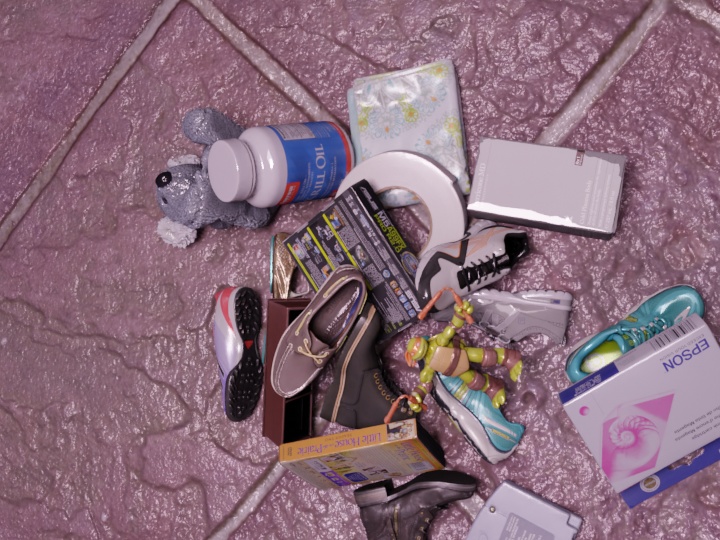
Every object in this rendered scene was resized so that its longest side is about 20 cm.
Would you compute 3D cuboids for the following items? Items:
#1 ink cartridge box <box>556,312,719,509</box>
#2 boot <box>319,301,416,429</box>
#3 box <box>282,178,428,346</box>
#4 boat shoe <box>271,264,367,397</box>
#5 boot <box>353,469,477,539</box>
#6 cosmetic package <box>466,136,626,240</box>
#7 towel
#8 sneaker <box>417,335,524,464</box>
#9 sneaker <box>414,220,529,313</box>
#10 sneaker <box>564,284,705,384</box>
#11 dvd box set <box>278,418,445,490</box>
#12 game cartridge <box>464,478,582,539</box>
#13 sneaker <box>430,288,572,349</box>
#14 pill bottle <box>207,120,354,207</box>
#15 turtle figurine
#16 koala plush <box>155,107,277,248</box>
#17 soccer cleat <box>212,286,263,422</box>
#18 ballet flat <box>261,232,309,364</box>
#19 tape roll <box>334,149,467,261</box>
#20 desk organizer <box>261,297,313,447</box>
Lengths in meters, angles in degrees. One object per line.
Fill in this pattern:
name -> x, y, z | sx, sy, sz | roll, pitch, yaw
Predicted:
ink cartridge box -> 0.374, 0.186, 0.934 | 0.194, 0.043, 0.202 | -33, 103, 12
boot -> 0.033, 0.149, 1.050 | 0.136, 0.078, 0.203 | 22, 128, 6
box -> 0.000, 0.000, 1.065 | 0.159, 0.044, 0.202 | -34, 89, 39
boat shoe -> -0.056, 0.085, 1.011 | 0.071, 0.060, 0.202 | 34, 92, -12
boot -> 0.083, 0.378, 1.051 | 0.196, 0.069, 0.179 | -15, 84, 22
cosmetic package -> 0.251, -0.111, 1.031 | 0.195, 0.090, 0.110 | 9, 89, 15
towel -> 0.069, -0.198, 1.120 | 0.167, 0.048, 0.206 | -8, 82, 18
sneaker -> 0.146, 0.169, 1.053 | 0.079, 0.078, 0.201 | -37, 79, -8
sneaker -> 0.148, -0.010, 0.999 | 0.079, 0.199, 0.075 | 8, 126, 47
sneaker -> 0.352, 0.091, 0.971 | 0.198, 0.079, 0.078 | -36, 75, 11
dvd box set -> 0.005, 0.255, 1.042 | 0.195, 0.147, 0.030 | -15, 57, 16
game cartridge -> 0.200, 0.395, 1.020 | 0.131, 0.041, 0.204 | 23, 92, 23
sneaker -> 0.189, 0.067, 1.037 | 0.195, 0.075, 0.084 | -1, 86, 20
pill bottle -> -0.113, -0.150, 1.083 | 0.111, 0.197, 0.115 | 18, 115, 46
turtle figurine -> 0.118, 0.124, 0.983 | 0.158, 0.065, 0.204 | 19, 105, -13
koala plush -> -0.242, -0.123, 1.174 | 0.197, 0.182, 0.182 | -13, 70, 37
soccer cleat -> -0.195, 0.128, 1.171 | 0.072, 0.067, 0.206 | -2, 87, 41
ballet flat -> -0.110, 0.045, 1.146 | 0.063, 0.071, 0.206 | 4, 89, -4
tape roll -> 0.055, -0.068, 1.083 | 0.198, 0.037, 0.208 | 4, 104, 17
desk organizer -> -0.094, 0.146, 1.090 | 0.077, 0.070, 0.206 | 12, 100, 62
